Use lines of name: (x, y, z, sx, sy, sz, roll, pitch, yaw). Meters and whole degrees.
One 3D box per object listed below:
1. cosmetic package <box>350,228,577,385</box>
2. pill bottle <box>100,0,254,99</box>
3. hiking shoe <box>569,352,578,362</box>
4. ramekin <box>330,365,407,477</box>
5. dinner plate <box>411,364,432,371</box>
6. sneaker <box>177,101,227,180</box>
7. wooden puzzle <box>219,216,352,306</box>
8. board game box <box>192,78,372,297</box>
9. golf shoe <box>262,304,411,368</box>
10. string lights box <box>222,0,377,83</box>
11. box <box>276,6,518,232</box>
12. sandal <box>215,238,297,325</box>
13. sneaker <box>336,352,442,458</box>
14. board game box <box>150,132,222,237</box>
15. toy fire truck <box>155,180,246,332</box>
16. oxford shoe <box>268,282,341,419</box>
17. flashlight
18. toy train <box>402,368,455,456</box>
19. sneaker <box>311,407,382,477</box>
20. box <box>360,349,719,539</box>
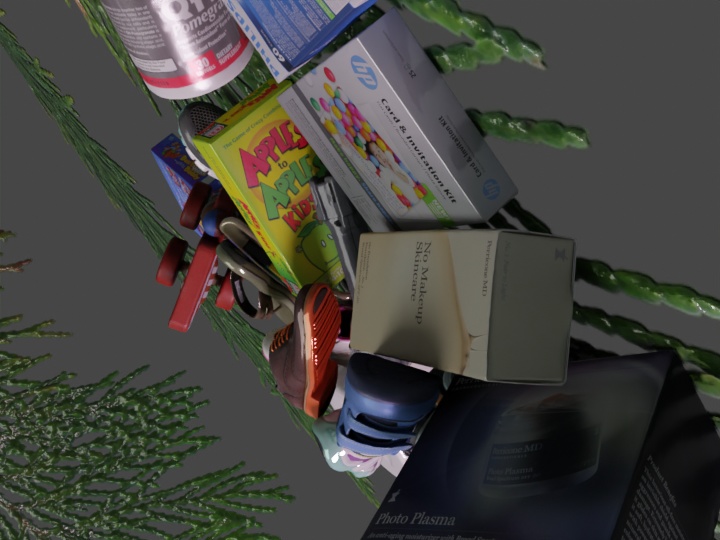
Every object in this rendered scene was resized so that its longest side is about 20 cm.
cosmetic package: (0.070, 0.023, 0.629, 0.199, 0.072, 0.105, 1, 85, 63)
pill bottle: (-0.170, -0.254, 0.680, 0.110, 0.111, 0.201, 35, 158, 38)
hiking shoe: (0.114, 0.089, 0.749, 0.199, 0.076, 0.101, 32, 153, 42)
ramekin: (0.042, 0.191, 1.111, 0.200, 0.098, 0.201, 44, 162, 18)
dinner plate: (0.091, 0.149, 0.942, 0.199, 0.024, 0.202, 27, 133, 32)
sneaker: (-0.119, -0.119, 0.915, 0.200, 0.078, 0.091, 43, 160, -10)
wooden puzzle: (-0.067, 0.019, 1.000, 0.199, 0.037, 0.185, 29, 170, 22)
board game box: (-0.068, -0.076, 0.814, 0.047, 0.101, 0.201, 24, 150, 55)
golf shoe: (-0.035, 0.071, 0.921, 0.198, 0.076, 0.092, -2, 133, 30)
string lights box: (-0.039, -0.205, 0.541, 0.103, 0.059, 0.200, 53, 163, -11)
box: (0.019, -0.103, 0.644, 0.156, 0.041, 0.200, 53, 162, -14)
sandal: (-0.134, 0.025, 1.014, 0.079, 0.058, 0.201, 34, 172, 30)
sneaker: (0.018, 0.112, 0.648, 0.073, 0.083, 0.200, 17, 173, 5)
board game box: (-0.245, -0.106, 1.294, 0.134, 0.045, 0.201, 40, 160, 29)
toy fire truck: (-0.193, -0.028, 1.058, 0.111, 0.202, 0.168, 23, -175, -10)
oxford shoe: (-0.065, 0.082, 0.843, 0.072, 0.071, 0.201, 20, 138, 13)
flashlight: (0.000, 0.000, 0.801, 0.067, 0.068, 0.202, -8, 105, 37)
toy train: (0.128, 0.171, 0.799, 0.199, 0.114, 0.086, 30, 154, 30)
sneaker: (0.036, 0.172, 0.925, 0.078, 0.139, 0.200, 62, -175, 13)
box: (0.128, 0.172, 0.579, 0.199, 0.199, 0.124, -14, 117, 43)
